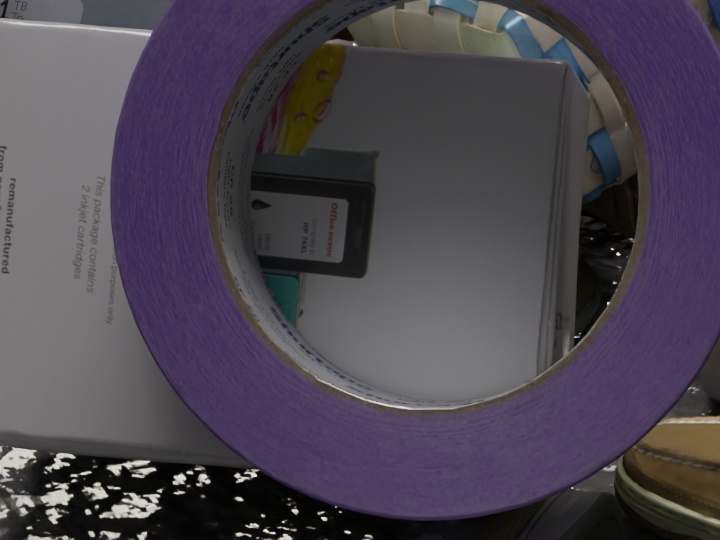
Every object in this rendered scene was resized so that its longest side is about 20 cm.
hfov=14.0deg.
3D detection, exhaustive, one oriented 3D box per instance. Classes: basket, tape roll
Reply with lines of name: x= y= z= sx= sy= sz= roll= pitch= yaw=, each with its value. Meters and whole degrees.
basket: x=0.103 y=-0.126 z=1.198 sx=0.200 sy=0.139 sz=0.176 roll=-44 pitch=31 yaw=-17
tape roll: x=0.024 y=-0.023 z=0.931 sx=0.199 sy=0.201 sz=0.066 roll=4 pitch=-1 yaw=7

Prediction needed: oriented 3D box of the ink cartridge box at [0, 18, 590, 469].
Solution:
ink cartridge box: x=-0.024 y=-0.004 z=1.044 sx=0.199 sy=0.147 sz=0.147 roll=5 pitch=-1 yaw=7

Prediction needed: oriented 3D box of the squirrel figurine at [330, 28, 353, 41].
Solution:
squirrel figurine: x=-0.063 y=-0.173 z=1.400 sx=0.186 sy=0.201 sz=0.141 roll=-10 pitch=30 yaw=-42

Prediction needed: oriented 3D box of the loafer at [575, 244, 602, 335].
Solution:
loafer: x=0.000 y=0.000 z=1.176 sx=0.199 sy=0.070 sz=0.075 roll=-3 pitch=25 yaw=-8

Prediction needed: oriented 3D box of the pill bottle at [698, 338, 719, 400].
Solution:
pill bottle: x=0.234 y=0.005 z=1.120 sx=0.199 sy=0.114 sz=0.114 roll=7 pitch=25 yaw=12

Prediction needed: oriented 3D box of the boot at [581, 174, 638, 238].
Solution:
boot: x=0.084 y=-0.072 z=1.335 sx=0.199 sy=0.073 sz=0.166 roll=-3 pitch=23 yaw=-12

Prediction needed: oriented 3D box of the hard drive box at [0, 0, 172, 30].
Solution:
hard drive box: x=-0.146 y=-0.155 z=1.131 sx=0.155 sy=0.077 sz=0.200 roll=5 pitch=19 yaw=-35

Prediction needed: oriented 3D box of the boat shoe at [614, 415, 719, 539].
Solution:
boat shoe: x=0.188 y=0.066 z=1.029 sx=0.199 sy=0.077 sz=0.072 roll=7 pitch=25 yaw=15

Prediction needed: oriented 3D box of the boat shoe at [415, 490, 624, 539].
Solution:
boat shoe: x=0.023 y=0.118 z=0.924 sx=0.064 sy=0.075 sz=0.202 roll=5 pitch=20 yaw=25
